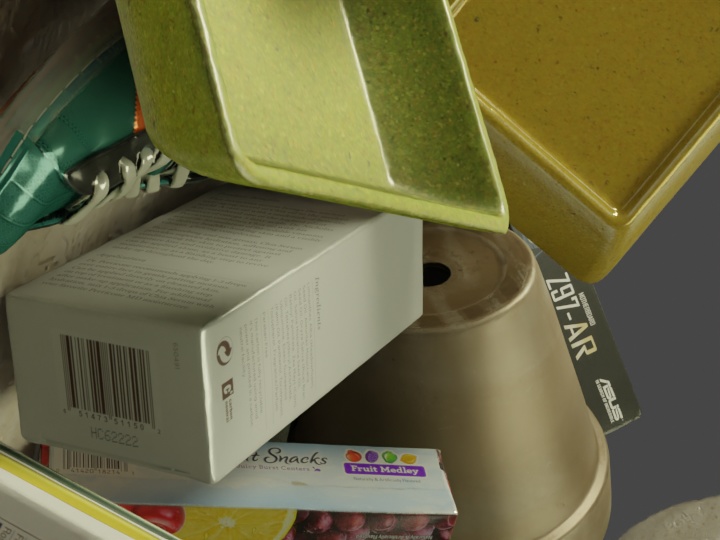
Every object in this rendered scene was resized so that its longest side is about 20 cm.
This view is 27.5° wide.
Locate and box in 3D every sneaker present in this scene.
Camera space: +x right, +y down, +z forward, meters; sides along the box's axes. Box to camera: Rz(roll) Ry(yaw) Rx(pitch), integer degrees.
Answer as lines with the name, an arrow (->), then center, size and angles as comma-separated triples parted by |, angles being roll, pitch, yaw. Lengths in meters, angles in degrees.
sneaker -> -0.075, -0.060, 0.545 | 0.071, 0.080, 0.200 | -31, -164, 48

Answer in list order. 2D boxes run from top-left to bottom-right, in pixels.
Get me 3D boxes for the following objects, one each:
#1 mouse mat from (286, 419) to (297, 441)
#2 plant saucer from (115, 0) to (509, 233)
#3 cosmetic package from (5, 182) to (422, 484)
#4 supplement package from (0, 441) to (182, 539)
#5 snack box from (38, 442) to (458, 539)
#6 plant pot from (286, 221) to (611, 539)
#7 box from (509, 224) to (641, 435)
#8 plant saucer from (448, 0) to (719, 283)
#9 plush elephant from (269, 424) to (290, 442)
mouse mat -> 0.000, 0.000, 0.953 | 0.200, 0.008, 0.161 | -61, 168, -51
plant saucer -> -0.030, -0.107, 0.520 | 0.200, 0.048, 0.200 | 6, 66, -61
cosmetic package -> -0.057, 0.016, 0.675 | 0.200, 0.101, 0.071 | -35, 128, -55
supplement package -> -0.134, 0.127, 0.443 | 0.151, 0.200, 0.152 | -62, 165, -9
snack box -> -0.066, 0.152, 0.739 | 0.053, 0.199, 0.142 | -104, -157, -51
plant pot -> 0.044, 0.070, 0.844 | 0.200, 0.200, 0.174 | -50, 143, -44
box -> 0.094, 0.040, 1.014 | 0.043, 0.161, 0.200 | -22, 180, -25
plant saucer -> 0.110, -0.116, 0.684 | 0.200, 0.200, 0.048 | -50, -160, 7
plush elephant -> -0.009, 0.154, 1.027 | 0.200, 0.155, 0.165 | -9, -89, 64
